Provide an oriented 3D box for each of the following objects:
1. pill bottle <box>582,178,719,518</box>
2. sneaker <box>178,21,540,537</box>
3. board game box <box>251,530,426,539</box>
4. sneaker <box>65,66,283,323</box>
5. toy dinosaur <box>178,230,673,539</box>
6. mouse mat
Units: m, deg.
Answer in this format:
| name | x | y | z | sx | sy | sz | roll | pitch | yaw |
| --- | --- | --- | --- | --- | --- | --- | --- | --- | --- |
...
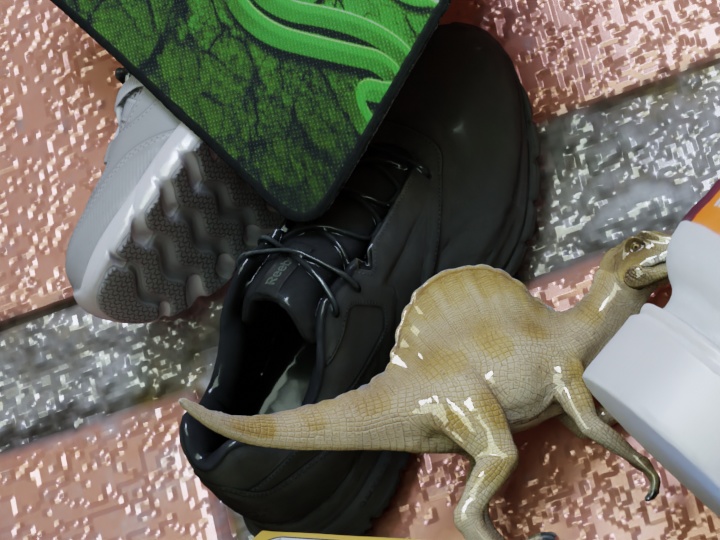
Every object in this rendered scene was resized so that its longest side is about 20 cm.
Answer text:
| name | x | y | z | sx | sy | sz | roll | pitch | yaw |
| --- | --- | --- | --- | --- | --- | --- | --- | --- | --- |
| pill bottle | 0.172 | -0.007 | 0.972 | 0.114 | 0.114 | 0.200 | 40 | 86 | 26 |
| sneaker | 0.000 | 0.000 | 1.054 | 0.076 | 0.091 | 0.201 | 15 | 78 | 32 |
| board game box | 0.026 | 0.133 | 0.920 | 0.199 | 0.153 | 0.041 | 0 | 109 | 26 |
| sneaker | -0.060 | -0.070 | 1.117 | 0.082 | 0.075 | 0.201 | 18 | 69 | 30 |
| toy dinosaur | 0.038 | 0.050 | 1.025 | 0.199 | 0.058 | 0.102 | -21 | 84 | -18 |
| mouse mat | -0.042 | -0.134 | 1.046 | 0.200 | 0.008 | 0.161 | 42 | 111 | 29 |
